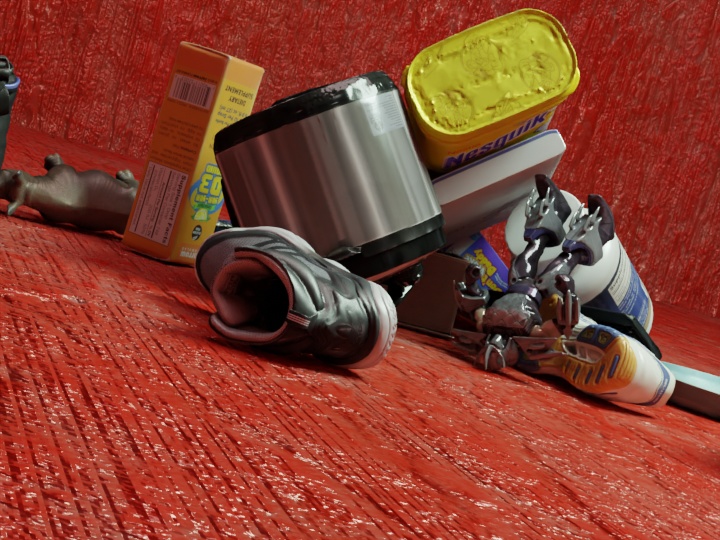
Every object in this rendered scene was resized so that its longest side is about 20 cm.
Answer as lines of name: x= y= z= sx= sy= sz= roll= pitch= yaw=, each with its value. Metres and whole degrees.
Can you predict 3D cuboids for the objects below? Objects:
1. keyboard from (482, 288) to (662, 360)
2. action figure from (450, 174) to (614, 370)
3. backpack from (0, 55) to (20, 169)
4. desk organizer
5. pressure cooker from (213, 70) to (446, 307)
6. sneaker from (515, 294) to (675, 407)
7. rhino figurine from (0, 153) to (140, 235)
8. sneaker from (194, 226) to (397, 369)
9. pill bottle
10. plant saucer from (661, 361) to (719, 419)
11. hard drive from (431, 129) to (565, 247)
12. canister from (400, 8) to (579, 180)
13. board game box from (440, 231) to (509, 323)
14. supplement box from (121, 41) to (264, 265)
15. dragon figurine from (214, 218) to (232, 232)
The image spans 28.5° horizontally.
keyboard: x=0.201 y=0.070 z=1.367 sx=0.199 sy=0.040 sz=0.104 roll=11 pitch=-29 yaw=51
action figure: x=0.150 y=0.011 z=1.255 sx=0.129 sy=0.201 sz=0.070 roll=12 pitch=-36 yaw=31
backpack: x=-0.344 y=-0.103 z=0.946 sx=0.182 sy=0.148 sz=0.200 roll=12 pitch=10 yaw=-35
desk organizer: x=0.000 y=0.000 z=1.374 sx=0.198 sy=0.078 sz=0.072 roll=15 pitch=4 yaw=-11
pressure cooker: x=-0.021 y=-0.052 z=1.217 sx=0.175 sy=0.202 sz=0.179 roll=-21 pitch=4 yaw=-10
sneaker: x=0.201 y=0.078 z=1.283 sx=0.088 sy=0.076 sz=0.200 roll=26 pitch=6 yaw=-30
rhino figurine: x=-0.290 y=-0.076 z=1.381 sx=0.199 sy=0.060 sz=0.087 roll=8 pitch=19 yaw=-42
sneaker: x=-0.074 y=0.008 z=1.001 sx=0.199 sy=0.076 sz=0.113 roll=23 pitch=6 yaw=41
pill bottle: x=0.216 y=0.007 z=1.425 sx=0.110 sy=0.112 sz=0.200 roll=19 pitch=-19 yaw=37
plant saucer: x=0.362 y=0.128 z=1.424 sx=0.198 sy=0.028 sz=0.200 roll=17 pitch=4 yaw=-1
hard drive: x=0.121 y=-0.072 z=1.362 sx=0.131 sy=0.026 sz=0.200 roll=-23 pitch=-11 yaw=-5
canister: x=0.109 y=-0.144 z=1.289 sx=0.147 sy=0.087 sz=0.200 roll=-23 pitch=-12 yaw=-7
board game box: x=0.112 y=-0.001 z=1.572 sx=0.135 sy=0.045 sz=0.200 roll=51 pitch=-7 yaw=-17
supplement box: x=-0.159 y=-0.108 z=1.342 sx=0.068 sy=0.202 sz=0.066 roll=22 pitch=6 yaw=28
dragon figurine: x=-0.082 y=-0.037 z=1.442 sx=0.198 sy=0.060 sz=0.099 roll=-4 pitch=0 yaw=-5
